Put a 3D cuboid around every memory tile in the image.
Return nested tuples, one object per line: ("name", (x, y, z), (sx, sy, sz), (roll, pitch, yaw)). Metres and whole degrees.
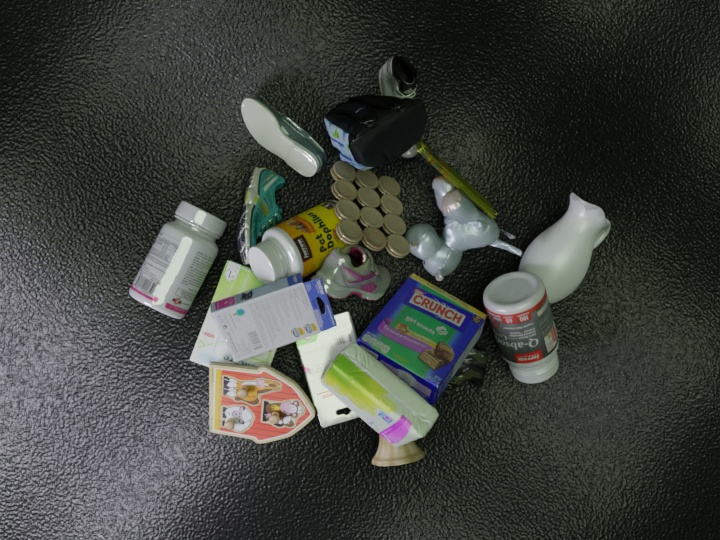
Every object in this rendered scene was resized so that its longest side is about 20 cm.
("memory tile", (0.016, -0.116, 1.389), (0.153, 0.017, 0.200), (14, 50, -25))

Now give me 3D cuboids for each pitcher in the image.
("pitcher", (0.410, -0.034, 1.447), (0.121, 0.171, 0.200), (40, 103, 40))

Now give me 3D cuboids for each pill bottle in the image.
("pill bottle", (-0.105, -0.048, 1.364), (0.200, 0.109, 0.109), (-30, 92, -33))
("pill bottle", (-0.336, -0.021, 1.377), (0.113, 0.113, 0.200), (28, 87, -4))
("pill bottle", (0.311, 0.111, 1.397), (0.116, 0.116, 0.200), (-27, 122, -5))

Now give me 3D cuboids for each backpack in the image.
("backpack", (0.014, -0.262, 1.370), (0.163, 0.200, 0.154), (-34, 134, -16))

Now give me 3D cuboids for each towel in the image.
("towel", (0.178, -0.176, 1.372), (0.200, 0.086, 0.018), (39, 110, -18))

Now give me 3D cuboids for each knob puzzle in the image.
("knob puzzle", (-0.184, 0.258, 1.371), (0.219, 0.030, 0.220), (2, 123, 3))

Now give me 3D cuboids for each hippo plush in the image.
("hippo plush", (0.175, -0.072, 1.428), (0.200, 0.159, 0.161), (39, 109, -19))

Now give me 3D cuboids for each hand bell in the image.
("hand bell", (0.057, 0.262, 1.412), (0.104, 0.104, 0.200), (-9, 89, -5))

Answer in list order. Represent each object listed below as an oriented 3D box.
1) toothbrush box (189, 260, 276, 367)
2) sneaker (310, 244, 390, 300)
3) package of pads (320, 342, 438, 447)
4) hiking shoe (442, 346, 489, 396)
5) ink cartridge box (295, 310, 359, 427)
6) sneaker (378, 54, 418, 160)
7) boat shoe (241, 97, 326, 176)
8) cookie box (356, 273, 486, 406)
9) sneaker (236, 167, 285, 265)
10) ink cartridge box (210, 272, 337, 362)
("toothbrush box", (-0.216, 0.098, 1.399), (0.145, 0.086, 0.200), (21, 88, -4))
("sneaker", (0.000, 0.000, 1.371), (0.081, 0.200, 0.088), (40, 112, 27))
("package of pads", (0.028, 0.224, 1.308), (0.200, 0.155, 0.068), (40, 67, 3))
("hiking shoe", (0.152, 0.196, 1.434), (0.200, 0.076, 0.101), (1, 91, -1))
("ink cartridge box", (-0.051, 0.188, 1.420), (0.117, 0.067, 0.200), (-15, 89, -5))
("sneaker", (0.078, -0.317, 1.419), (0.076, 0.115, 0.201), (-12, 90, -5))
("boat shoe", (-0.148, -0.265, 1.436), (0.200, 0.073, 0.062), (43, 42, 4))
("cookie box", (0.113, 0.124, 1.364), (0.171, 0.075, 0.200), (29, 51, 16))
("sneaker", (-0.188, -0.104, 1.396), (0.080, 0.078, 0.200), (15, 69, -16))
("ink cartridge box", (-0.152, 0.080, 1.314), (0.200, 0.042, 0.119), (-18, 124, -1))
